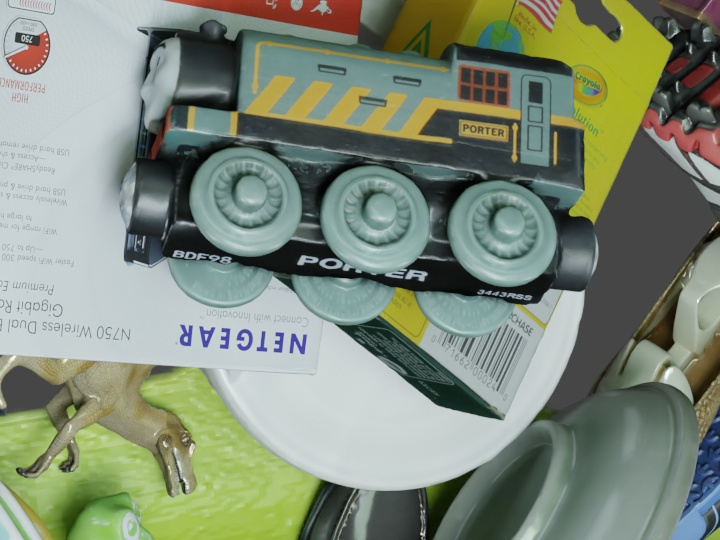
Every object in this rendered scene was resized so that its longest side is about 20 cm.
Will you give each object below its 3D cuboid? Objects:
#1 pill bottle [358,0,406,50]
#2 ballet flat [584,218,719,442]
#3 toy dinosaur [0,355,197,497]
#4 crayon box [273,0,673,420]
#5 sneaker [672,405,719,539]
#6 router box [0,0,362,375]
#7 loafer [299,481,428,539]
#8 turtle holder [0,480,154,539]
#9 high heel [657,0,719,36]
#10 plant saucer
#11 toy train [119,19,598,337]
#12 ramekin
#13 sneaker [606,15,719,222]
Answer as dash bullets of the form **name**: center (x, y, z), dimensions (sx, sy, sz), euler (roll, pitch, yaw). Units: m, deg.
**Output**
- **pill bottle**: center (0.025, -0.209, 1.281), dimensions (0.112, 0.112, 0.200), euler (32, 83, -22)
- **ballet flat**: center (0.162, 0.039, 1.381), dimensions (0.200, 0.070, 0.065), euler (-55, 150, -16)
- **toy dinosaur**: center (-0.134, 0.032, 1.260), dimensions (0.101, 0.058, 0.200), euler (-28, 130, -17)
- **crayon box**: center (0.055, -0.051, 1.217), dimensions (0.127, 0.051, 0.200), euler (40, 70, -38)
- **sneaker**: center (0.216, 0.089, 1.410), dimensions (0.200, 0.070, 0.078), euler (-47, 123, -6)
- **router box**: center (-0.095, -0.051, 1.147), dimensions (0.200, 0.049, 0.180), euler (5, 92, -42)
- **loafer**: center (0.004, 0.187, 1.331), dimensions (0.073, 0.072, 0.201), euler (7, 92, -22)
- **turtle holder**: center (-0.181, 0.153, 1.211), dimensions (0.185, 0.141, 0.132), euler (-3, 96, -7)
- **high heel**: center (0.158, -0.196, 1.335), dimensions (0.096, 0.067, 0.200), euler (-57, 145, -5)
- **plant saucer**: center (0.079, 0.128, 1.282), dimensions (0.050, 0.200, 0.200), euler (34, 82, -15)
- **toy train**: center (0.002, -0.041, 1.108), dimensions (0.199, 0.085, 0.114), euler (7, 66, -10)
- **ramekin**: center (0.000, 0.000, 1.300), dimensions (0.202, 0.094, 0.203), euler (-2, 96, -22)
- **sneaker**: center (0.195, -0.052, 1.345), dimensions (0.071, 0.200, 0.098), euler (-36, 142, -24)
